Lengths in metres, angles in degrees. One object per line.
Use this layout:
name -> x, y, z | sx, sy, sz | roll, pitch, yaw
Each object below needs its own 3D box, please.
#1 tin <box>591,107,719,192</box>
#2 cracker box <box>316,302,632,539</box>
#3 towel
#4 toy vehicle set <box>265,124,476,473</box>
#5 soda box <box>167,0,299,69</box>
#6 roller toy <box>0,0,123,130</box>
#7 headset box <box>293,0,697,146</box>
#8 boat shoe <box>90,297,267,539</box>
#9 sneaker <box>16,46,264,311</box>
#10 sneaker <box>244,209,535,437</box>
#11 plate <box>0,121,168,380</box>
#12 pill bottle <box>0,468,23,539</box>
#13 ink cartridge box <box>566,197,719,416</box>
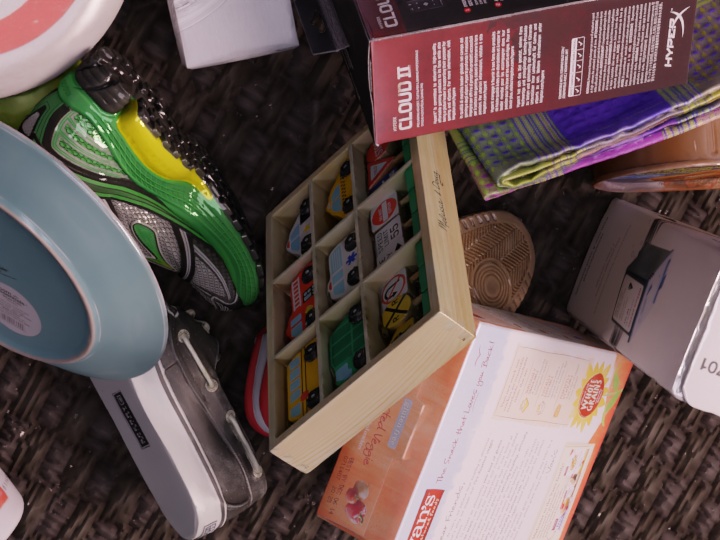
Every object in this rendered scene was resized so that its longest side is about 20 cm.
tin -> 0.234, -0.073, 0.984 | 0.199, 0.112, 0.042 | -3, 90, -10
cracker box -> 0.071, 0.092, 0.953 | 0.200, 0.058, 0.135 | 14, 99, -57
towel -> 0.140, -0.123, 0.955 | 0.199, 0.144, 0.023 | -21, 138, -2
toy vehicle set -> 0.000, 0.000, 0.896 | 0.026, 0.201, 0.124 | 35, 118, -27
soda box -> -0.087, -0.217, 0.932 | 0.068, 0.063, 0.201 | -12, 101, -7
roller toy -> -0.211, -0.182, 0.878 | 0.199, 0.140, 0.183 | 30, 93, -12
headset box -> 0.065, -0.157, 0.918 | 0.199, 0.149, 0.077 | -13, 137, -7
boat shoe -> -0.118, 0.055, 0.975 | 0.063, 0.071, 0.201 | -27, 98, -32
sneaker -> -0.120, -0.038, 0.925 | 0.085, 0.078, 0.200 | -33, 136, 7
sneaker -> 0.012, 0.033, 0.996 | 0.200, 0.112, 0.071 | -39, 104, -33
plate -> -0.191, -0.006, 0.891 | 0.200, 0.200, 0.026 | 45, 54, -13
pill bottle -> -0.289, 0.089, 0.923 | 0.111, 0.111, 0.200 | -36, 103, -2
ink cartridge box -> 0.222, 0.033, 0.955 | 0.146, 0.200, 0.086 | 20, 95, -12
